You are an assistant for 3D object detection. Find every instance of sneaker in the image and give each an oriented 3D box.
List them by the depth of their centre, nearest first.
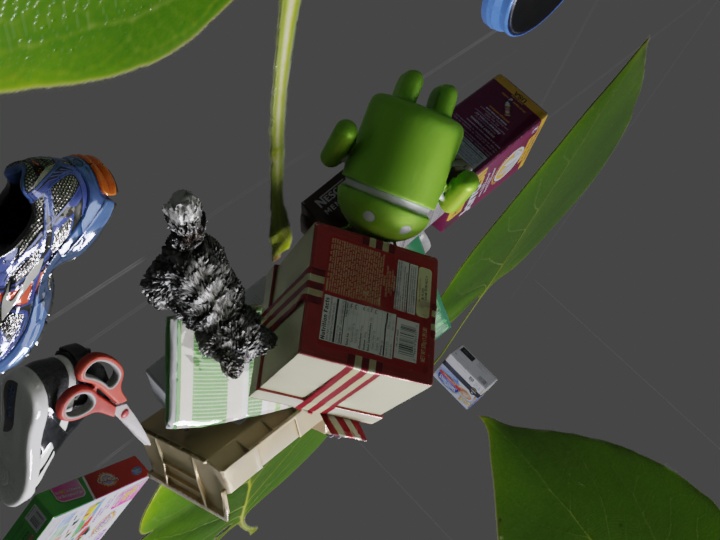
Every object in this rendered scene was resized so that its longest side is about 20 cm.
[{"bbox_3d":[-0.261,-0.004,0.586,0.201,0.075,0.078,-57,154,10],"label":"sneaker"},{"bbox_3d":[-0.311,0.158,0.835,0.112,0.073,0.200,-26,154,-48],"label":"sneaker"}]

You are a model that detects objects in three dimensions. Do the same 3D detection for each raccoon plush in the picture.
[{"bbox_3d":[-0.150,0.027,0.811,0.097,0.134,0.200,-41,164,-14],"label":"raccoon plush"}]

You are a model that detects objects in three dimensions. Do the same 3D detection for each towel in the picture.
[{"bbox_3d":[-0.148,0.112,1.009,0.199,0.023,0.154,-7,107,-38],"label":"towel"}]

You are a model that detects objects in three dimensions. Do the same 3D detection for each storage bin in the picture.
[{"bbox_3d":[-0.173,0.224,1.129,0.200,0.198,0.094,-33,122,-38],"label":"storage bin"}]

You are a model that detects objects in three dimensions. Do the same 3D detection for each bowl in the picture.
[{"bbox_3d":[0.229,-0.374,0.991,0.200,0.039,0.201,-42,164,-15],"label":"bowl"}]

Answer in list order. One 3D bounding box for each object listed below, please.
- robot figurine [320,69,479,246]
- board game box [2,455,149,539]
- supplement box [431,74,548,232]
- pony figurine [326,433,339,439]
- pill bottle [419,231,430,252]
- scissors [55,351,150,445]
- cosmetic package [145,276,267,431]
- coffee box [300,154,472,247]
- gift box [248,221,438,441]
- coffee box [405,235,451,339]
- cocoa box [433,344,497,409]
[{"bbox_3d":[0.045,-0.123,0.933,0.116,0.175,0.201,-129,-120,-77],"label":"robot figurine"},{"bbox_3d":[-0.404,0.348,1.134,0.153,0.040,0.200,-51,164,16],"label":"board game box"},{"bbox_3d":[0.164,-0.174,1.204,0.200,0.103,0.131,-39,164,-24],"label":"supplement box"},{"bbox_3d":[-0.062,0.184,1.479,0.194,0.166,0.200,-55,149,4],"label":"pony figurine"},{"bbox_3d":[0.000,0.000,1.191,0.200,0.114,0.114,-44,165,-10],"label":"pill bottle"},{"bbox_3d":[-0.244,0.137,0.838,0.073,0.014,0.200,-59,156,-11],"label":"scissors"},{"bbox_3d":[-0.177,0.109,1.073,0.200,0.071,0.102,-40,163,-24],"label":"cosmetic package"},{"bbox_3d":[0.031,-0.090,1.046,0.200,0.113,0.080,-40,164,-19],"label":"coffee box"},{"bbox_3d":[-0.012,0.080,0.945,0.187,0.199,0.186,-41,-147,55],"label":"gift box"},{"bbox_3d":[0.045,0.031,1.133,0.123,0.044,0.201,-35,124,-16],"label":"coffee box"},{"bbox_3d":[0.413,0.422,3.224,0.131,0.200,0.133,-53,164,29],"label":"cocoa box"}]
